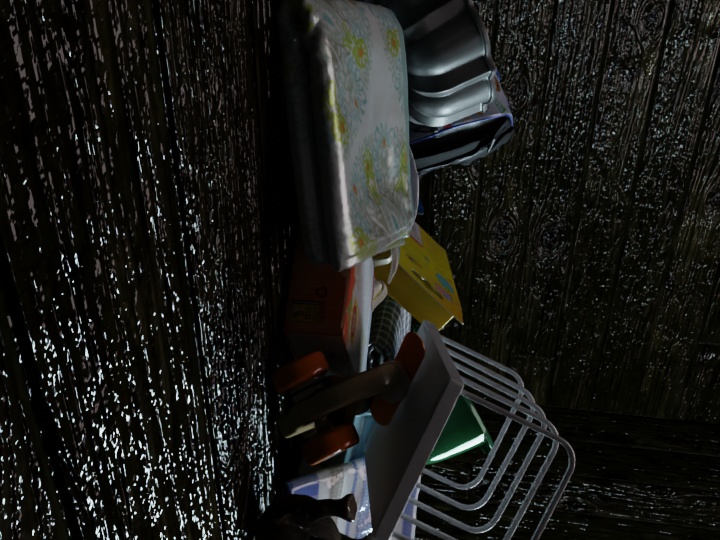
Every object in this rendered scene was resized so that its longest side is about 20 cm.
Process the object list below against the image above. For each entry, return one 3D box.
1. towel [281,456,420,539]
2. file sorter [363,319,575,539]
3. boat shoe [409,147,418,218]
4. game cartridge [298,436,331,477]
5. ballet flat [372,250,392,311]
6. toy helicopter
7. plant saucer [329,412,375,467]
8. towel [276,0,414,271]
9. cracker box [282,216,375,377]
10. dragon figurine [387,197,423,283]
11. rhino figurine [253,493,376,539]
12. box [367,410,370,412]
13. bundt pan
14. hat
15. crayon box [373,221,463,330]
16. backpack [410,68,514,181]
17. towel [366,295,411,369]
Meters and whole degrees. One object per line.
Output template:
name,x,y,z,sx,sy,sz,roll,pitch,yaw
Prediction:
towel,-0.008,0.254,0.917,0.198,0.024,0.150,-1,98,-51
file sorter,0.087,0.152,0.833,0.141,0.123,0.200,-64,-174,8
boat shoe,0.008,-0.126,0.930,0.066,0.069,0.204,-102,175,-85
game cartridge,-0.037,0.202,1.029,0.201,0.038,0.132,-74,171,-60
ballet flat,0.000,0.000,1.046,0.067,0.066,0.203,77,20,-64
toy helicopter,-0.013,0.113,0.837,0.080,0.131,0.200,64,-19,10
plant saucer,-0.025,0.236,0.940,0.070,0.019,0.204,26,78,-70
towel,-0.003,-0.109,0.752,0.171,0.047,0.204,-27,112,-68
cracker box,-0.024,0.029,0.889,0.201,0.057,0.136,78,17,-65
dragon figurine,0.026,-0.074,1.006,0.099,0.058,0.202,34,28,-60
rhino figurine,-0.028,0.242,0.795,0.201,0.086,0.061,70,23,-51
box,0.004,0.221,1.056,0.083,0.048,0.203,85,12,-57
bundt pan,0.045,-0.228,0.930,0.204,0.075,0.202,58,-9,15
hat,0.043,0.191,1.092,0.202,0.174,0.166,58,-4,19
crayon box,0.058,-0.006,1.175,0.051,0.127,0.201,-43,-161,16
backpack,0.094,-0.193,1.206,0.200,0.187,0.157,10,69,-84
towel,0.018,0.121,1.221,0.167,0.084,0.203,-74,167,-56
